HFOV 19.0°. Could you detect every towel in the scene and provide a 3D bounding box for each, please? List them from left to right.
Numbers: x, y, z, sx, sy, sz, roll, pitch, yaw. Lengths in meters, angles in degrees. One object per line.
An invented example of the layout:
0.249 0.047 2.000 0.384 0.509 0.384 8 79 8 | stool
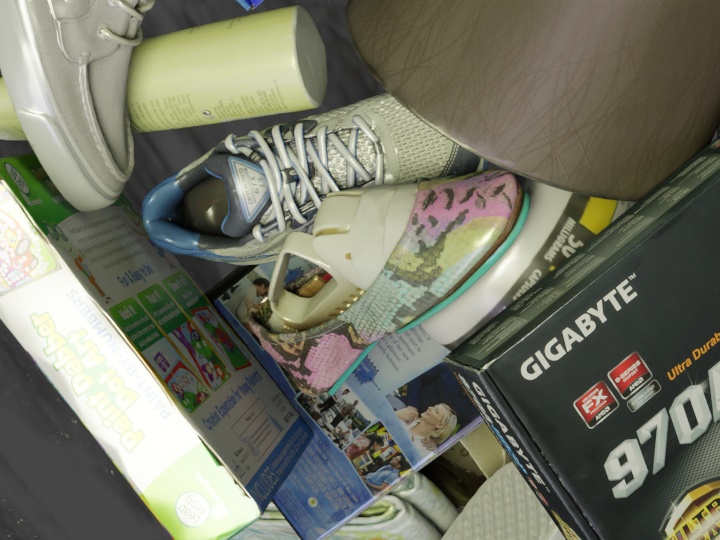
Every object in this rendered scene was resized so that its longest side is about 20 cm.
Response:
-0.014 0.159 1.253 0.171 0.048 0.200 4 156 25 | towel

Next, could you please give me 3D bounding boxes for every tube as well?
-0.118 -0.090 1.059 0.200 0.052 0.058 -9 129 17 | tube

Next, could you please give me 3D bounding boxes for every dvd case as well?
0.004 0.034 1.115 0.200 0.018 0.143 -38 87 23 | dvd case

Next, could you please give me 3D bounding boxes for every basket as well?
0.116 -0.150 0.913 0.180 0.136 0.200 21 131 -12 | basket

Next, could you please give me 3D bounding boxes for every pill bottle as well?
0.136 0.038 1.016 0.200 0.111 0.111 35 131 -10 | pill bottle

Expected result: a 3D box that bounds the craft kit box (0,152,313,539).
-0.108 0.031 1.029 0.049 0.200 0.198 -35 91 7 | craft kit box

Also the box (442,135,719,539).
0.159 0.043 0.935 0.200 0.046 0.159 -37 105 -13 | box

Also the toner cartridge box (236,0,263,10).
-0.004 -0.206 0.847 0.200 0.043 0.095 -43 134 0 | toner cartridge box

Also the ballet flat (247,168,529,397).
0.000 0.000 0.990 0.071 0.069 0.200 32 147 -12 | ballet flat

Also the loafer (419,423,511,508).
0.010 0.072 1.197 0.200 0.068 0.076 25 133 -18 | loafer

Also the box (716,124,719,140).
0.223 0.007 1.038 0.110 0.035 0.200 25 140 28 | box

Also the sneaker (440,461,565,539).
0.060 0.199 1.182 0.200 0.073 0.114 -42 147 2 | sneaker

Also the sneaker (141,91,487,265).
-0.026 -0.039 1.035 0.200 0.077 0.085 -20 171 40 | sneaker

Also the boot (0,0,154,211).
-0.115 -0.127 0.973 0.096 0.074 0.200 -11 112 13 | boot
